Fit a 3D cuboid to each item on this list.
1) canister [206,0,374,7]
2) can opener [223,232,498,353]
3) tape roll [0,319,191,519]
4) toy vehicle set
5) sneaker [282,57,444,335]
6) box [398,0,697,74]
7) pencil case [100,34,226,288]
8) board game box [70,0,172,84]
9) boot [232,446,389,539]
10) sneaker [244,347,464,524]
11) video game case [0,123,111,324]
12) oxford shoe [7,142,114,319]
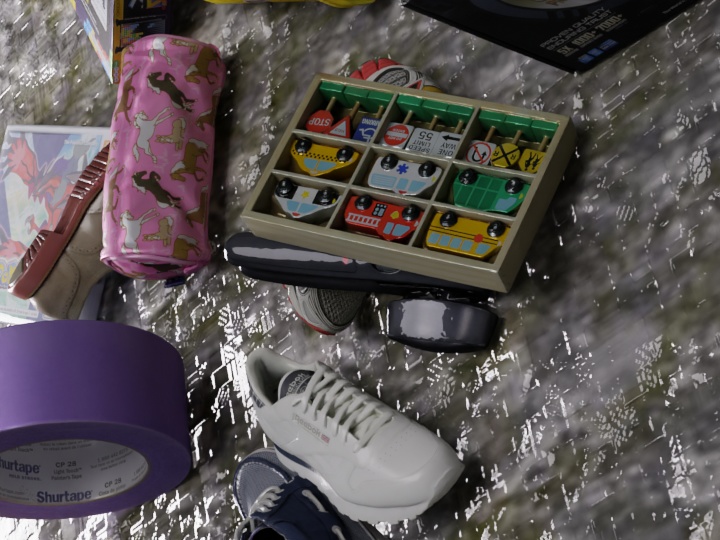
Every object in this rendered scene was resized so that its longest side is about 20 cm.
[{"bbox_3d":[-0.056,-0.279,1.647,0.200,0.086,0.149,8,84,53],"label":"canister"},{"bbox_3d":[0.000,0.000,1.443,0.199,0.063,0.079,12,68,17],"label":"can opener"},{"bbox_3d":[-0.231,0.118,1.631,0.200,0.199,0.085,-32,53,40],"label":"tape roll"},{"bbox_3d":[0.032,-0.062,1.418,0.199,0.027,0.125,12,64,29],"label":"toy vehicle set"},{"bbox_3d":[0.004,-0.050,1.500,0.082,0.078,0.201,22,95,50],"label":"sneaker"},{"bbox_3d":[0.144,-0.221,1.320,0.200,0.163,0.086,-30,55,41],"label":"box"},{"bbox_3d":[-0.157,-0.091,1.702,0.083,0.086,0.201,-14,67,44],"label":"pencil case"},{"bbox_3d":[-0.214,-0.285,1.808,0.200,0.056,0.166,-120,29,-42],"label":"board game box"},{"bbox_3d":[-0.055,0.174,1.484,0.200,0.090,0.073,31,102,50],"label":"boot"},{"bbox_3d":[-0.011,0.109,1.444,0.076,0.081,0.200,-40,33,-26],"label":"sneaker"},{"bbox_3d":[-0.278,-0.039,1.883,0.200,0.023,0.183,6,82,51],"label":"video game case"},{"bbox_3d":[-0.210,-0.045,1.778,0.200,0.075,0.070,-53,16,0],"label":"oxford shoe"}]
